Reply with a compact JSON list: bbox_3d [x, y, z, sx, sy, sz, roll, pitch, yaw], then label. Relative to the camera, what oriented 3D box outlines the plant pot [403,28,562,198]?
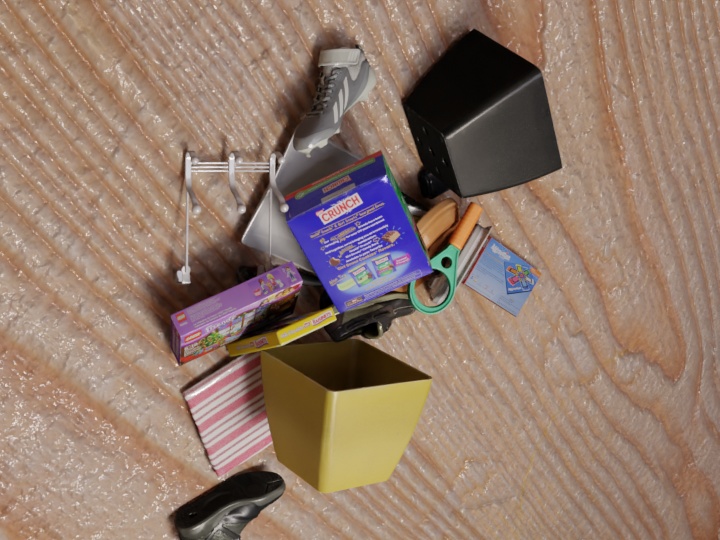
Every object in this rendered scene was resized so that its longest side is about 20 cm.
[{"bbox_3d":[0.187,-0.238,1.656,0.176,0.200,0.201,-31,131,-11],"label":"plant pot"}]

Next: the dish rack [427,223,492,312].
[{"bbox_3d":[0.167,-0.013,1.790,0.173,0.043,0.200,-59,179,2],"label":"dish rack"}]

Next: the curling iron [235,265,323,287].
[{"bbox_3d":[-0.121,0.018,1.621,0.025,0.050,0.199,-31,157,37],"label":"curling iron"}]

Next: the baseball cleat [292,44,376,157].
[{"bbox_3d":[-0.052,-0.261,1.501,0.201,0.069,0.107,-53,130,-37],"label":"baseball cleat"}]

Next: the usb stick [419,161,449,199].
[{"bbox_3d":[0.184,-0.186,1.784,0.199,0.032,0.056,-30,122,-26],"label":"usb stick"}]

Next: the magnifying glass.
[{"bbox_3d":[0.145,-0.021,1.680,0.079,0.022,0.202,31,83,-12],"label":"magnifying glass"}]

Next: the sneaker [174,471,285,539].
[{"bbox_3d":[-0.214,0.421,1.729,0.198,0.076,0.115,-27,130,-25],"label":"sneaker"}]

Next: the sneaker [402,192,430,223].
[{"bbox_3d":[0.046,-0.081,1.680,0.199,0.078,0.091,1,117,-53],"label":"sneaker"}]

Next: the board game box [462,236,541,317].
[{"bbox_3d":[0.275,0.013,1.980,0.199,0.019,0.104,30,92,-46],"label":"board game box"}]

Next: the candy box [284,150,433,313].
[{"bbox_3d":[-0.002,-0.056,1.557,0.167,0.077,0.201,-23,128,7],"label":"candy box"}]

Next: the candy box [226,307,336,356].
[{"bbox_3d":[-0.124,0.095,1.557,0.101,0.199,0.027,-21,92,-31],"label":"candy box"}]

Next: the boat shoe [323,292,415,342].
[{"bbox_3d":[0.017,0.083,1.685,0.199,0.067,0.072,-6,156,-41],"label":"boat shoe"}]

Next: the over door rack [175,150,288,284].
[{"bbox_3d":[-0.184,-0.071,1.471,0.146,0.067,0.203,-3,111,-27],"label":"over door rack"}]

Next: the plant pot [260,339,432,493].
[{"bbox_3d":[-0.034,0.227,1.570,0.198,0.199,0.179,-2,105,-38],"label":"plant pot"}]

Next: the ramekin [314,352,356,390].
[{"bbox_3d":[-0.040,0.233,1.737,0.200,0.094,0.206,-6,100,-39],"label":"ramekin"}]

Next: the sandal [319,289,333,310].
[{"bbox_3d":[0.000,0.000,1.710,0.199,0.045,0.076,-36,136,-24],"label":"sandal"}]

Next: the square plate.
[{"bbox_3d":[-0.079,-0.107,1.596,0.197,0.028,0.202,23,96,-46],"label":"square plate"}]

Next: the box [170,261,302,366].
[{"bbox_3d":[-0.187,0.066,1.515,0.198,0.039,0.137,-25,163,-19],"label":"box"}]

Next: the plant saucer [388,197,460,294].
[{"bbox_3d":[0.108,-0.032,1.731,0.200,0.037,0.201,-46,164,-17],"label":"plant saucer"}]

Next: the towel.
[{"bbox_3d":[-0.204,0.232,1.670,0.145,0.030,0.202,-32,129,-22],"label":"towel"}]
